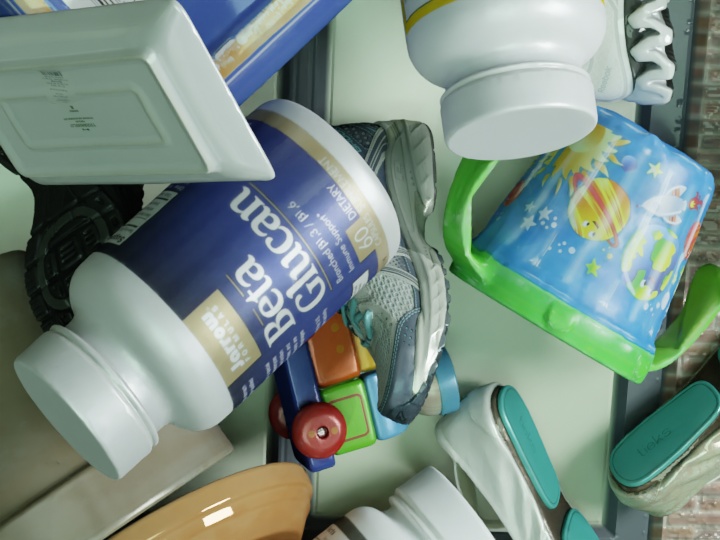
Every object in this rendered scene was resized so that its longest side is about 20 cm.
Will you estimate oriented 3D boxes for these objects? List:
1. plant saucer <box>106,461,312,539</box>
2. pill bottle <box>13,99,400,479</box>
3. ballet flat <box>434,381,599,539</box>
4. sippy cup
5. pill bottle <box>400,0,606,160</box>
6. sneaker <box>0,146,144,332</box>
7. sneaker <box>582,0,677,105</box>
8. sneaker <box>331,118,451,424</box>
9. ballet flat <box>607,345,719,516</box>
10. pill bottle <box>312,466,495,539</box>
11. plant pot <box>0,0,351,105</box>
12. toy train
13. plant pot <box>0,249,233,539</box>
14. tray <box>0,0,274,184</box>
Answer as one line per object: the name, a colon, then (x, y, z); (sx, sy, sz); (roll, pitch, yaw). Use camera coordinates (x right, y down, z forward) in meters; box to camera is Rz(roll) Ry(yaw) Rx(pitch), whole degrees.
plant saucer: (-0.111, 0.185, 1.134); (0.199, 0.200, 0.038); (-35, 72, 8)
pill bottle: (-0.082, 0.013, 0.987); (0.200, 0.111, 0.111); (-43, 104, -18)
ballet flat: (0.110, 0.165, 1.205); (0.069, 0.069, 0.201); (-28, 101, 7)
sippy cup: (0.141, -0.022, 1.117); (0.139, 0.178, 0.131); (31, 93, 25)
pill bottle: (0.075, -0.170, 1.036); (0.111, 0.113, 0.202); (-7, 76, 1)
sneaker: (-0.154, -0.034, 1.089); (0.075, 0.091, 0.202); (-23, 72, 20)
sneaker: (0.139, -0.193, 1.096); (0.080, 0.075, 0.202); (-4, 106, 9)
sneaker: (0.000, 0.000, 1.093); (0.085, 0.202, 0.078); (3, 144, -13)
ballet flat: (0.242, 0.082, 1.188); (0.200, 0.068, 0.062); (-40, 131, 13)
pill bottle: (-0.006, 0.221, 1.164); (0.199, 0.114, 0.114); (-37, 104, -9)
plant pot: (-0.109, -0.181, 1.034); (0.200, 0.180, 0.200); (-41, 104, 10)
toy train: (-0.012, 0.011, 1.151); (0.115, 0.085, 0.202); (-15, 99, -14)
plant pot: (-0.204, 0.092, 1.119); (0.199, 0.200, 0.174); (-35, 88, 8)
tray: (-0.138, -0.082, 0.956); (0.022, 0.199, 0.108); (-48, 123, -33)
